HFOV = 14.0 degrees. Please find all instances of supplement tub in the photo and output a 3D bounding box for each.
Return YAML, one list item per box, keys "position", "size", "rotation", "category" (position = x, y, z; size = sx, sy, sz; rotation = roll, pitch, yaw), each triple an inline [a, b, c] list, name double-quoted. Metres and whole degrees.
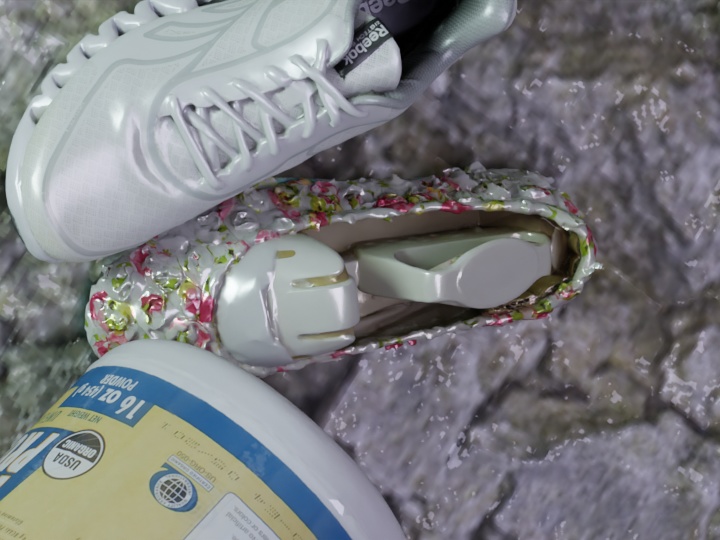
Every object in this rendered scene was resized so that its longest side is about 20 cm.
- position: [-0.092, 0.136, 0.977]
  size: [0.200, 0.145, 0.145]
  rotation: [-47, 120, -26]
  category: "supplement tub"

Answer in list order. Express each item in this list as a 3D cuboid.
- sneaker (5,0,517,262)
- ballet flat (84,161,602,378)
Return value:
- position: [-0.033, -0.066, 1.018]
  size: [0.200, 0.081, 0.075]
  rotation: [-34, 118, -17]
  category: "sneaker"
- position: [0.000, 0.000, 1.062]
  size: [0.200, 0.064, 0.076]
  rotation: [-15, 110, -25]
  category: "ballet flat"
